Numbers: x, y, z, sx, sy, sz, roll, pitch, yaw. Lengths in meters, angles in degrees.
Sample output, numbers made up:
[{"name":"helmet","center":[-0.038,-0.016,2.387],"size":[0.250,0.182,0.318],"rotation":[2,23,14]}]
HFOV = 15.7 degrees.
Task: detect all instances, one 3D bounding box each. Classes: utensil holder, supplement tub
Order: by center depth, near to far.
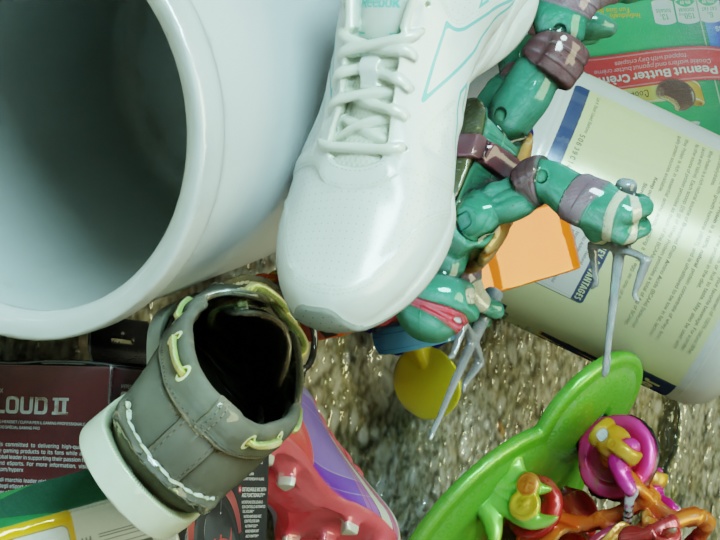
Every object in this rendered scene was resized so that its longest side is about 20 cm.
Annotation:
[{"name":"utensil holder","center":[-0.085,-0.075,1.062],"size":[0.200,0.169,0.171],"rotation":[-21,112,-60]},{"name":"supplement tub","center":[0.160,-0.014,1.452],"size":[0.145,0.199,0.146],"rotation":[-155,-90,-89]}]

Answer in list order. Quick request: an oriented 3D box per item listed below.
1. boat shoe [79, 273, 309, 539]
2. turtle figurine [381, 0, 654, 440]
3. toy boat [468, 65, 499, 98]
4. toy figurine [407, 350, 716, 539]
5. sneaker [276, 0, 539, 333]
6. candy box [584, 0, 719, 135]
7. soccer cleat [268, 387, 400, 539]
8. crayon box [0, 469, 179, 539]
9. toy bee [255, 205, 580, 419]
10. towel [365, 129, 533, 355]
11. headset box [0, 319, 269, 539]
[{"name":"boat shoe","center":[-0.050,0.041,1.021],"size":[0.072,0.060,0.202],"rotation":[48,19,-5]},{"name":"turtle figurine","center":[0.062,-0.032,1.098],"size":[0.100,0.149,0.201],"rotation":[26,74,-24]},{"name":"toy boat","center":[0.053,-0.155,1.219],"size":[0.130,0.130,0.201],"rotation":[-36,127,-40]},{"name":"toy figurine","center":[0.142,0.175,1.369],"size":[0.200,0.184,0.150],"rotation":[-51,152,5]},{"name":"sneaker","center":[0.009,-0.071,0.996],"size":[0.080,0.070,0.201],"rotation":[64,40,-54]},{"name":"candy box","center":[0.173,-0.102,1.524],"size":[0.077,0.168,0.201],"rotation":[-66,146,-41]},{"name":"soccer cleat","center":[-0.029,0.096,1.305],"size":[0.200,0.066,0.077],"rotation":[48,38,-55]},{"name":"crayon box","center":[-0.161,0.160,0.992],"size":[0.199,0.052,0.127],"rotation":[-14,104,-20]},{"name":"toy bee","center":[0.000,0.000,1.229],"size":[0.199,0.108,0.132],"rotation":[10,80,-36]},{"name":"towel","center":[0.049,-0.062,1.372],"size":[0.148,0.049,0.201],"rotation":[141,-37,-68]},{"name":"headset box","center":[-0.104,0.121,1.134],"size":[0.148,0.075,0.202],"rotation":[8,83,-64]}]
